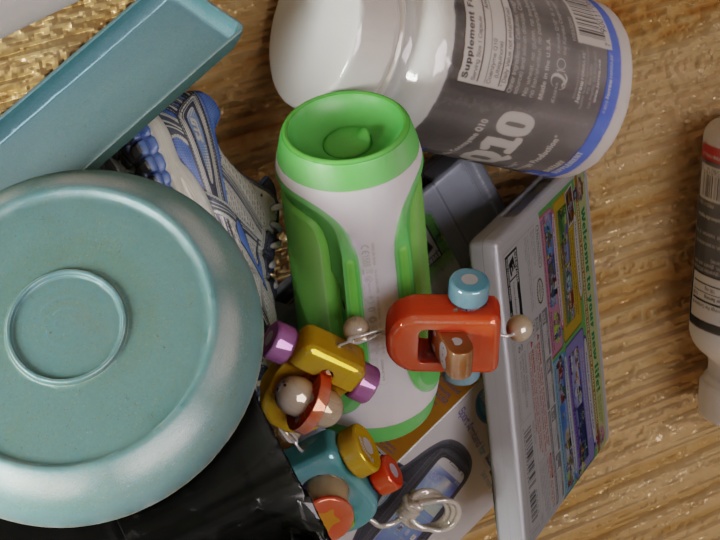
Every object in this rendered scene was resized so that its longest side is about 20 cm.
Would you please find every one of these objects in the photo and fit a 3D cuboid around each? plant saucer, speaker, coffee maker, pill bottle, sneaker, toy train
[{"bbox_3d":[-0.155,-0.084,1.330,0.200,0.070,0.019,-43,147,-16],"label":"plant saucer"},{"bbox_3d":[0.000,0.000,1.373,0.088,0.088,0.201,-27,132,-25],"label":"speaker"},{"bbox_3d":[-0.123,0.149,1.256,0.199,0.192,0.135,-28,127,-5],"label":"coffee maker"},{"bbox_3d":[0.053,-0.124,1.423,0.199,0.114,0.114,10,97,-34],"label":"pill bottle"},{"bbox_3d":[-0.074,-0.014,1.385,0.085,0.077,0.201,-34,109,-32],"label":"sneaker"},{"bbox_3d":[-0.150,0.033,1.241,0.200,0.200,0.027,-46,161,-14],"label":"plant saucer"},{"bbox_3d":[0.015,0.090,1.350,0.149,0.056,0.201,4,128,-5],"label":"toy train"},{"bbox_3d":[0.279,0.002,1.604,0.115,0.116,0.201,-6,106,-32],"label":"pill bottle"}]

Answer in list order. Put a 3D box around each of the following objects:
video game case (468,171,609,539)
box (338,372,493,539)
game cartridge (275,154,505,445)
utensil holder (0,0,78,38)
[{"bbox_3d":[0.114,0.048,1.500,0.182,0.022,0.201,-41,128,-60],"label":"video game case"},{"bbox_3d":[0.037,0.131,1.494,0.200,0.041,0.119,-43,143,-9],"label":"box"},{"bbox_3d":[0.023,0.028,1.493,0.200,0.040,0.134,-42,125,-17],"label":"game cartridge"},{"bbox_3d":[-0.201,-0.197,1.205,0.199,0.170,0.171,-28,116,-25],"label":"utensil holder"}]
